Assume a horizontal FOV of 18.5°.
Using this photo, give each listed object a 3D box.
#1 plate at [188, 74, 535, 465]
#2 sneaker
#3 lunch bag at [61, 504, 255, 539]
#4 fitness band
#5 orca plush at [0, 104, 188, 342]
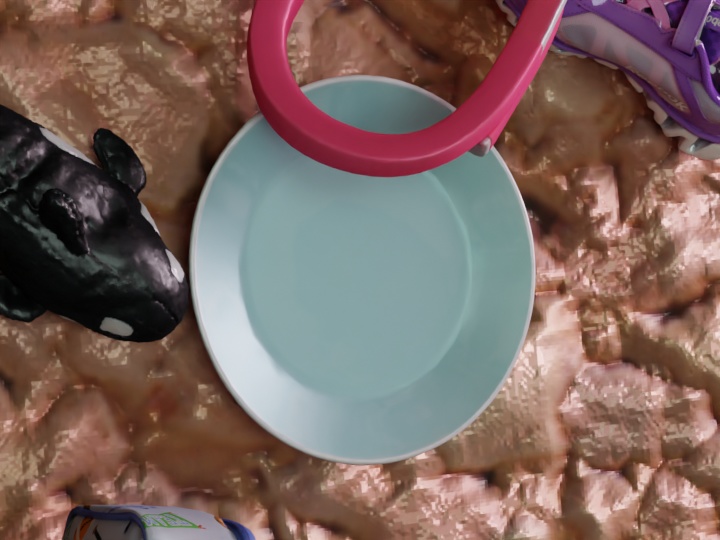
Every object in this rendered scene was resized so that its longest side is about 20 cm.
[{"bbox_3d":[0.000,0.000,1.150,0.199,0.026,0.202,2,87,-26],"label":"plate"},{"bbox_3d":[0.160,-0.137,1.198,0.200,0.088,0.081,34,77,-18],"label":"sneaker"},{"bbox_3d":[-0.104,0.208,1.016,0.075,0.160,0.202,10,83,-25],"label":"lunch bag"},{"bbox_3d":[0.027,-0.136,1.128,0.143,0.037,0.201,26,68,9],"label":"fitness band"},{"bbox_3d":[-0.147,-0.045,1.054,0.105,0.071,0.201,-34,102,-23],"label":"orca plush"}]
